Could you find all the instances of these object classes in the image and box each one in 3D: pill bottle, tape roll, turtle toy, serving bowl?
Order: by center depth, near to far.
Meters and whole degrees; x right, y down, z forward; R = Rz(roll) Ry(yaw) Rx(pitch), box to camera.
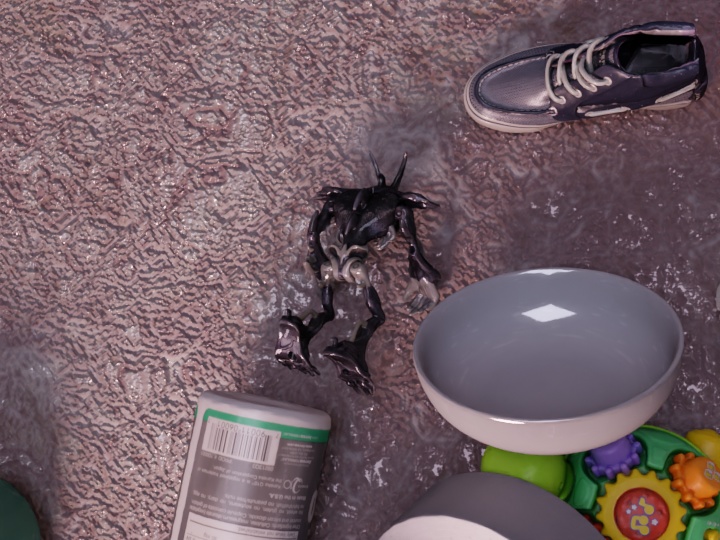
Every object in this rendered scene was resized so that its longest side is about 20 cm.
[{"bbox_3d":[0.101,0.253,0.773,0.200,0.066,0.200,16,119,32],"label":"tape roll"},{"bbox_3d":[0.142,0.076,0.794,0.200,0.200,0.066,-2,120,13],"label":"serving bowl"},{"bbox_3d":[0.189,0.174,0.795,0.200,0.101,0.146,16,87,15],"label":"turtle toy"},{"bbox_3d":[-0.096,0.205,0.853,0.113,0.113,0.200,11,86,14],"label":"pill bottle"}]

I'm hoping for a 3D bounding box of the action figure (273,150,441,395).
[{"bbox_3d":[0.000,0.000,0.866,0.119,0.102,0.200,10,59,22],"label":"action figure"}]

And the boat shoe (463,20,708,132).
[{"bbox_3d":[0.178,-0.161,0.843,0.200,0.093,0.075,-7,82,12],"label":"boat shoe"}]

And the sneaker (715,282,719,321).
[{"bbox_3d":[0.321,0.088,0.781,0.074,0.087,0.200,-18,80,11],"label":"sneaker"}]

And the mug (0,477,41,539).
[{"bbox_3d":[-0.371,0.255,0.912,0.185,0.114,0.152,-22,79,11],"label":"mug"}]
